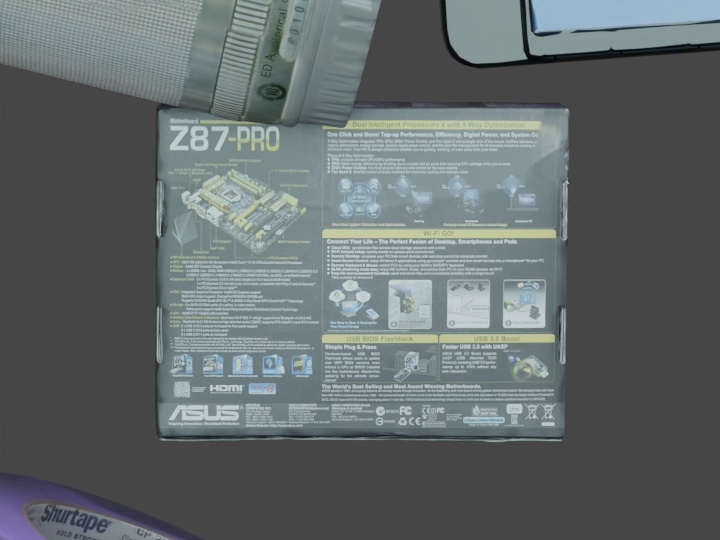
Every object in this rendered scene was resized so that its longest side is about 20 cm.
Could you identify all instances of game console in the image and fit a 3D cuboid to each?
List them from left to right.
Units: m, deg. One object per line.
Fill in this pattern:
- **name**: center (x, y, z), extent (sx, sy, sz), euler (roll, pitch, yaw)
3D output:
- **game console**: center (0.133, -0.184, 1.341), extent (0.198, 0.118, 0.172), euler (-4, 96, -1)

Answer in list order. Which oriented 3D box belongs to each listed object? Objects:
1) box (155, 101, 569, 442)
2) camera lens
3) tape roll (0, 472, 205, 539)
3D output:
- **box**: center (0.000, 0.000, 1.391), extent (0.198, 0.049, 0.163), euler (-1, 98, -1)
- **camera lens**: center (-0.087, -0.157, 1.316), extent (0.198, 0.160, 0.161), euler (13, 95, -3)
- **tape roll**: center (-0.108, 0.172, 1.330), extent (0.199, 0.200, 0.085), euler (24, 95, -4)
